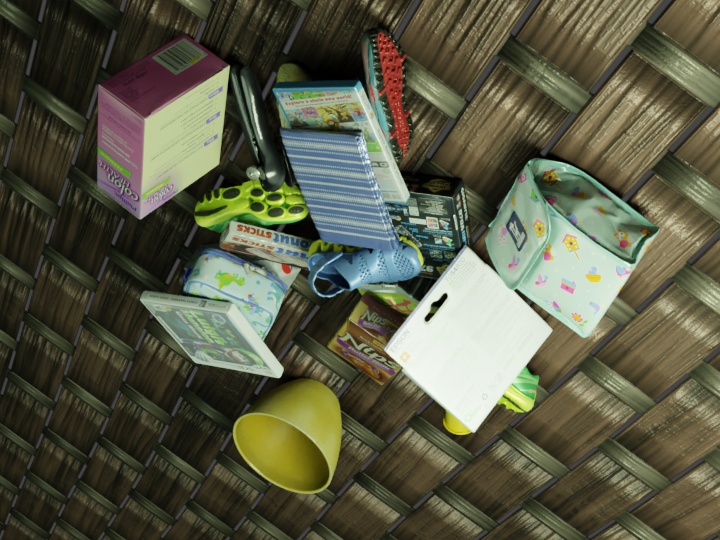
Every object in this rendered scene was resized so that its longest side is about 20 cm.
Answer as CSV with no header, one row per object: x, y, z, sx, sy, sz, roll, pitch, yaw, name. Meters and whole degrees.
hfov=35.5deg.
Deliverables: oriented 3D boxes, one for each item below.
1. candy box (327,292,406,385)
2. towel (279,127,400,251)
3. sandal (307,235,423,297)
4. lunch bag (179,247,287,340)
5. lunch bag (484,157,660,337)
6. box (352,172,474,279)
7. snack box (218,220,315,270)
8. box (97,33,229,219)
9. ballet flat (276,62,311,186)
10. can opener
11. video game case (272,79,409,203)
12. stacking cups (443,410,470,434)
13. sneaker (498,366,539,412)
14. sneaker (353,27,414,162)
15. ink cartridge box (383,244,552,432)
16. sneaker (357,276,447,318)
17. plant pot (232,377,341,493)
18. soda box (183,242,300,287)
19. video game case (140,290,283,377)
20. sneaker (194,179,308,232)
0.021,0.113,1.805,0.116,0.057,0.200,34,159,0,candy box
-0.027,-0.115,1.587,0.143,0.024,0.202,8,134,35,towel
0.000,0.000,1.665,0.197,0.087,0.080,-7,124,29,sandal
-0.213,0.049,1.816,0.159,0.083,0.200,23,152,-6,lunch bag
0.270,-0.037,1.507,0.199,0.122,0.171,36,142,11,lunch bag
0.065,-0.068,1.663,0.197,0.046,0.161,9,133,26,box
-0.118,-0.033,1.758,0.197,0.025,0.072,14,156,-16,snack box
-0.291,-0.211,1.650,0.096,0.176,0.202,35,141,17,box
-0.084,-0.198,1.623,0.070,0.071,0.202,7,132,27,ballet flat
-0.151,-0.209,1.663,0.063,0.078,0.202,3,123,45,can opener
-0.025,-0.176,1.550,0.141,0.018,0.201,6,138,35,video game case
0.165,0.173,1.826,0.060,0.061,0.202,14,130,21,stacking cups
0.199,0.135,1.737,0.200,0.084,0.074,44,149,-18,sneaker
0.010,-0.235,1.519,0.094,0.080,0.202,13,134,25,sneaker
0.154,0.098,1.648,0.200,0.200,0.041,43,173,-19,ink cartridge box
0.082,0.037,1.739,0.197,0.079,0.091,16,143,29,sneaker
-0.111,0.281,2.030,0.197,0.143,0.202,18,136,18,plant pot
-0.196,-0.006,1.877,0.197,0.064,0.069,-5,128,36,soda box
-0.239,0.105,1.825,0.179,0.024,0.201,7,148,29,video game case
-0.164,-0.097,1.769,0.197,0.075,0.083,-3,159,27,sneaker
